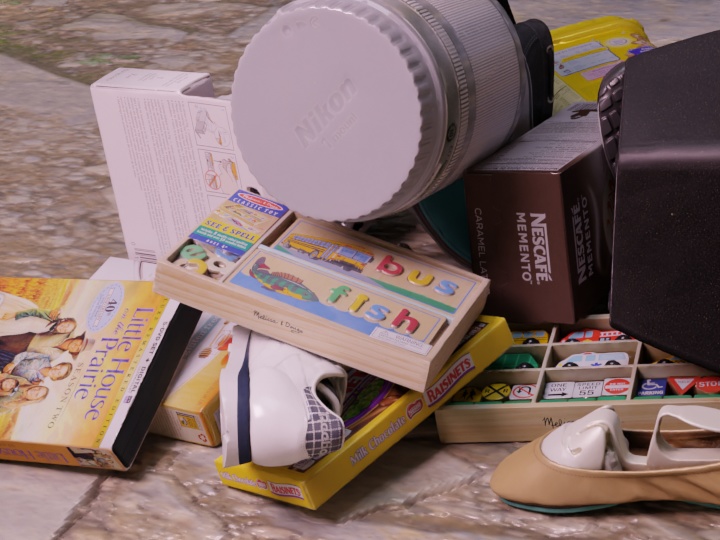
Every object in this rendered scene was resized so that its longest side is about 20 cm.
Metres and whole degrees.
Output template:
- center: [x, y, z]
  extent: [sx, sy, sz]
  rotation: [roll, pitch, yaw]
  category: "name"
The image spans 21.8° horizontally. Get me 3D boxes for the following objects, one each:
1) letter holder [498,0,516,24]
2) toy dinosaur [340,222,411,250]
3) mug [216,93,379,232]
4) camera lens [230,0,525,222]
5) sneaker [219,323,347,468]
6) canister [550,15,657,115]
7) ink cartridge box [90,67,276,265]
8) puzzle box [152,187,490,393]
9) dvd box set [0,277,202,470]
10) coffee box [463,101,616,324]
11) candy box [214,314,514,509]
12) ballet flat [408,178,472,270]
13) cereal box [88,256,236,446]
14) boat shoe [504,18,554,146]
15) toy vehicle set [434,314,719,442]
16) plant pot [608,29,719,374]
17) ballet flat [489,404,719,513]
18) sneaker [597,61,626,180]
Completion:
- center: [0.050, -0.169, 1.525]
  extent: [0.141, 0.201, 0.101]
  rotation: [3, 58, 22]
  category: "letter holder"
- center: [0.000, 0.000, 1.357]
  extent: [0.088, 0.048, 0.199]
  rotation: [40, 25, 28]
  category: "toy dinosaur"
- center: [-0.070, -0.092, 1.548]
  extent: [0.174, 0.149, 0.199]
  rotation: [-20, 37, -41]
  category: "mug"
- center: [0.017, -0.126, 1.312]
  extent: [0.158, 0.162, 0.200]
  rotation: [2, 15, 25]
  category: "camera lens"
- center: [-0.047, 0.075, 1.231]
  extent: [0.079, 0.077, 0.200]
  rotation: [-3, 22, 2]
  category: "sneaker"
- center: [0.218, -0.144, 1.627]
  extent: [0.147, 0.087, 0.200]
  rotation: [-16, 27, -10]
  category: "canister"
- center: [-0.111, -0.049, 1.426]
  extent: [0.175, 0.202, 0.045]
  rotation: [9, 31, 34]
  category: "ink cartridge box"
- center: [-0.023, 0.010, 1.256]
  extent: [0.198, 0.026, 0.133]
  rotation: [20, 29, 13]
  category: "puzzle box"
- center: [-0.222, 0.070, 1.345]
  extent: [0.198, 0.029, 0.147]
  rotation: [2, 53, 32]
  category: "dvd box set"
- center: [0.157, -0.046, 1.381]
  extent: [0.079, 0.116, 0.200]
  rotation: [2, 21, 30]
  category: "coffee box"
- center: [0.004, 0.089, 1.259]
  extent: [0.199, 0.027, 0.102]
  rotation: [-37, 23, -32]
  category: "candy box"
- center: [0.048, -0.083, 1.476]
  extent: [0.067, 0.200, 0.064]
  rotation: [-42, 9, -7]
  category: "ballet flat"
- center: [-0.149, 0.056, 1.387]
  extent: [0.198, 0.040, 0.144]
  rotation: [8, 42, 34]
  category: "cereal box"
- center: [0.125, -0.107, 1.458]
  extent: [0.056, 0.201, 0.069]
  rotation: [-31, 51, -24]
  category: "boat shoe"
- center: [0.159, 0.071, 1.271]
  extent: [0.198, 0.027, 0.125]
  rotation: [-3, 27, 16]
  category: "toy vehicle set"
- center: [0.254, -0.046, 1.223]
  extent: [0.175, 0.202, 0.200]
  rotation: [3, 35, 9]
  category: "plant pot"
- center: [0.173, 0.110, 1.144]
  extent: [0.198, 0.064, 0.069]
  rotation: [-2, 26, 19]
  category: "ballet flat"
- center: [0.229, -0.072, 1.366]
  extent: [0.075, 0.201, 0.088]
  rotation: [-35, 21, 7]
  category: "sneaker"
